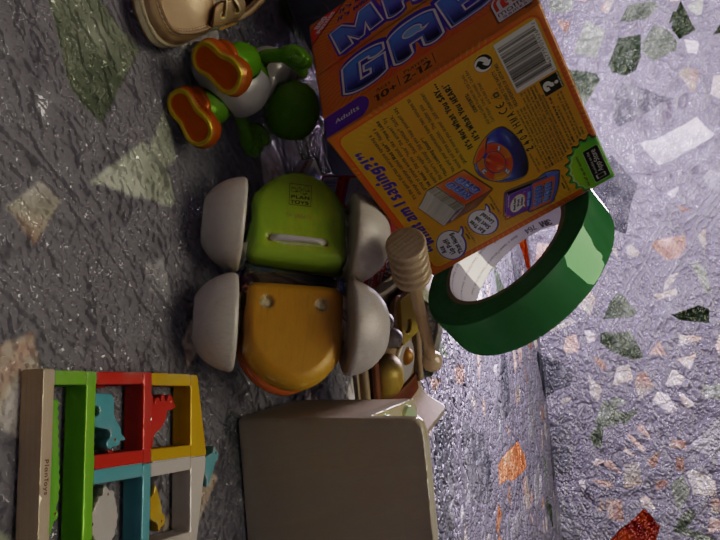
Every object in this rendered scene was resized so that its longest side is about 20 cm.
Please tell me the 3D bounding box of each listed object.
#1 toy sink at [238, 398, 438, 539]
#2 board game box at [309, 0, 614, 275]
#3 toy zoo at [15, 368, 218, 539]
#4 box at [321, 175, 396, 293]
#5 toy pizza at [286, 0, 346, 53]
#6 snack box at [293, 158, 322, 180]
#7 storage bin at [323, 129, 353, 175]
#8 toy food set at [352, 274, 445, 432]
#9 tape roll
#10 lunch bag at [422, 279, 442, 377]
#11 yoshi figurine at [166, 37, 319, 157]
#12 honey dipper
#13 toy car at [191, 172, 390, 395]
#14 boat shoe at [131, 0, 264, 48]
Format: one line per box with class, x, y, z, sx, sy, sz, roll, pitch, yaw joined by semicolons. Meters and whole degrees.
toy sink;-0.003;0.195;0.688;0.111;0.196;0.134;-2;85;-61
board game box;0.090;-0.166;0.698;0.200;0.197;0.202;47;22;-40
toy zoo;-0.166;0.142;0.533;0.199;0.020;0.135;22;64;-67
box;0.000;0.000;0.842;0.095;0.098;0.205;25;72;-58
toy pizza;-0.027;-0.296;0.824;0.031;0.199;0.203;-33;127;-16
snack box;-0.041;-0.033;0.901;0.073;0.024;0.203;-69;147;-46
storage bin;0.046;-0.194;0.942;0.147;0.195;0.137;76;28;-56
toy food set;0.052;0.095;0.789;0.143;0.059;0.205;-34;125;-53
tape roll;0.157;-0.009;0.731;0.048;0.199;0.202;43;38;-20
lunch bag;0.062;0.021;0.983;0.202;0.115;0.167;90;8;-52
yoshi figurine;-0.093;-0.166;0.703;0.200;0.110;0.115;-45;133;-66
honey dipper;0.057;0.041;0.694;0.202;0.037;0.039;74;22;-48
toy car;-0.067;0.016;0.681;0.150;0.171;0.205;125;-32;-68
boat shoe;-0.134;-0.257;0.659;0.201;0.068;0.075;-64;142;-54
